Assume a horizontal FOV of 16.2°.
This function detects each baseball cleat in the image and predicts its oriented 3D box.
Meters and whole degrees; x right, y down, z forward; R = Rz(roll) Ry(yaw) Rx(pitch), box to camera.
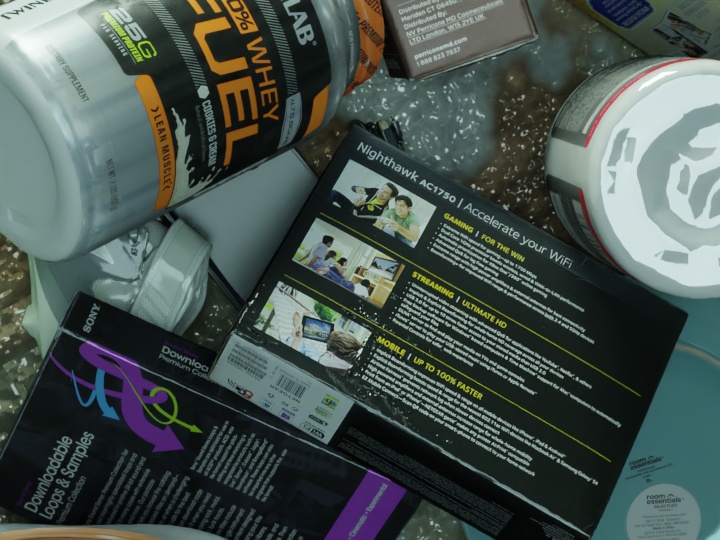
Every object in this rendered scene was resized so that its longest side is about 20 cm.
[{"bbox_3d":[-0.130,-0.036,1.288,0.106,0.070,0.200,-5,107,13],"label":"baseball cleat"}]

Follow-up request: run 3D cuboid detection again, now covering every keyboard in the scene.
[{"bbox_3d":[0.000,0.000,1.330,0.127,0.021,0.200,-38,98,1],"label":"keyboard"}]

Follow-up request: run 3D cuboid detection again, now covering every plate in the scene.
[{"bbox_3d":[0.148,0.102,1.338,0.200,0.026,0.200,-1,97,-10],"label":"plate"}]

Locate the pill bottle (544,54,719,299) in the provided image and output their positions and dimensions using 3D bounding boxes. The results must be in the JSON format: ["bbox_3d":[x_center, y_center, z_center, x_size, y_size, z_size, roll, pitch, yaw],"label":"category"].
[{"bbox_3d":[0.150,-0.050,1.245,0.111,0.200,0.111,0,96,-4],"label":"pill bottle"}]

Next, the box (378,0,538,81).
[{"bbox_3d":[0.020,-0.198,1.272,0.075,0.100,0.200,-18,96,-3],"label":"box"}]

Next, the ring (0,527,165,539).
[{"bbox_3d":[-0.144,0.187,1.266,0.200,0.200,0.019,1,54,-4],"label":"ring"}]

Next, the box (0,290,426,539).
[{"bbox_3d":[-0.079,0.104,1.287,0.200,0.036,0.143,24,132,-7],"label":"box"}]

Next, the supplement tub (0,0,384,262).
[{"bbox_3d":[-0.093,-0.096,1.214,0.200,0.123,0.123,-30,98,-32],"label":"supplement tub"}]

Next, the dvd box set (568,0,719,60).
[{"bbox_3d":[0.171,-0.138,1.266,0.200,0.146,0.029,33,75,-6],"label":"dvd box set"}]

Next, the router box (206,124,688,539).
[{"bbox_3d":[0.046,0.037,1.254,0.200,0.051,0.149,30,55,-1],"label":"router box"}]

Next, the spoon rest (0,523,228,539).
[{"bbox_3d":[-0.144,0.161,1.304,0.200,0.099,0.061,-2,50,3],"label":"spoon rest"}]
